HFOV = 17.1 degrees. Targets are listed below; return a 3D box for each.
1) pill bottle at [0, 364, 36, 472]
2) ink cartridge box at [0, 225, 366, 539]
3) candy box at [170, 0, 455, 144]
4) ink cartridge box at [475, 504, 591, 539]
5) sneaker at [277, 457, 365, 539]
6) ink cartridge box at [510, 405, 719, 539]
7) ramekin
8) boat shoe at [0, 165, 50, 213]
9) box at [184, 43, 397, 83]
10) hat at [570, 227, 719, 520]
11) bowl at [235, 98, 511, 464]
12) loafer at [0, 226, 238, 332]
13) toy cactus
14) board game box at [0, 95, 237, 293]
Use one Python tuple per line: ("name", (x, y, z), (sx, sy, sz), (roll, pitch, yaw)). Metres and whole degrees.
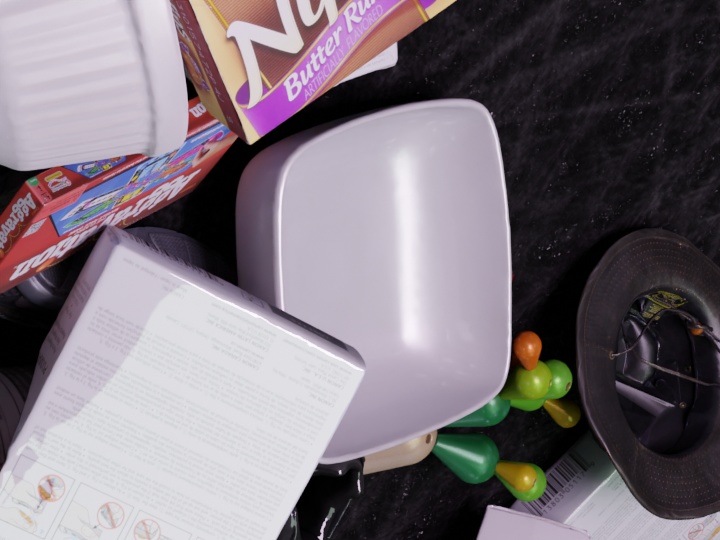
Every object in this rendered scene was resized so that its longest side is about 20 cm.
("pill bottle", (-0.215, 0.113, 1.363), (0.199, 0.114, 0.115), (-4, 123, -37))
("ink cartridge box", (-0.113, 0.100, 1.323), (0.162, 0.057, 0.201), (27, 99, -17))
("candy box", (-0.007, -0.169, 1.206), (0.199, 0.056, 0.117), (-36, 137, -14))
("ink cartridge box", (0.099, 0.289, 1.704), (0.201, 0.084, 0.146), (99, 11, -46))
("sneaker", (-0.086, 0.160, 1.504), (0.199, 0.111, 0.077), (-38, 138, -9))
("ink cartridge box", (0.218, 0.177, 1.803), (0.163, 0.057, 0.200), (-45, 142, -2))
("ramekin", (-0.159, -0.142, 1.161), (0.094, 0.203, 0.204), (-18, 132, -13))
("boat shoe", (-0.199, -0.066, 1.272), (0.200, 0.072, 0.065), (-39, 142, 0))
("box", (-0.051, -0.200, 1.265), (0.112, 0.101, 0.201), (-21, 132, -26))
("hat", (0.194, 0.076, 1.668), (0.199, 0.081, 0.203), (11, 72, -39))
("bowl", (0.000, 0.000, 1.436), (0.199, 0.074, 0.202), (-18, 110, -44))
("loafer", (-0.142, 0.013, 1.393), (0.063, 0.072, 0.199), (-24, 154, 35))
("toy cactus", (0.060, 0.086, 1.600), (0.164, 0.103, 0.201), (-21, 138, 1))
("board game box", (-0.132, -0.046, 1.294), (0.200, 0.019, 0.103), (-32, 170, -48))
